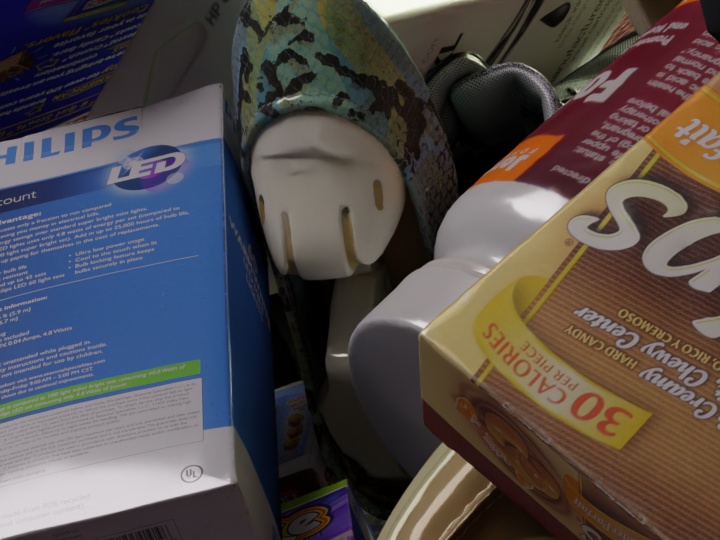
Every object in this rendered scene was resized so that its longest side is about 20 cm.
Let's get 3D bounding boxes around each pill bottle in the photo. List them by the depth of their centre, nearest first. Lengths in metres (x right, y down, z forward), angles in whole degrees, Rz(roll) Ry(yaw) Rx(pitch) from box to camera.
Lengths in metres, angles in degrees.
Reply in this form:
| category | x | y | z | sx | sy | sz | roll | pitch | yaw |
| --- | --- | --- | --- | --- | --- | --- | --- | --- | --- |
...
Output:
| category | x | y | z | sx | sy | sz | roll | pitch | yaw |
| --- | --- | --- | --- | --- | --- | --- | --- | --- | --- |
| pill bottle | 0.097 | -0.006 | 0.913 | 0.200 | 0.114 | 0.114 | -41 | 12 | -26 |

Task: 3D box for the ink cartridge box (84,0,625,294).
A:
| category | x | y | z | sx | sy | sz | roll | pitch | yaw |
| --- | --- | --- | --- | --- | --- | --- | --- | --- | --- |
| ink cartridge box | 0.001 | -0.075 | 1.067 | 0.200 | 0.084 | 0.146 | -20 | -31 | -54 |

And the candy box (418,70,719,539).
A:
| category | x | y | z | sx | sy | sz | roll | pitch | yaw |
| --- | --- | --- | --- | --- | --- | --- | --- | --- | --- |
| candy box | 0.126 | 0.003 | 0.773 | 0.200 | 0.115 | 0.055 | -40 | -27 | -21 |

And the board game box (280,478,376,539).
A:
| category | x | y | z | sx | sy | sz | roll | pitch | yaw |
| --- | --- | --- | --- | --- | --- | --- | --- | --- | --- |
| board game box | -0.083 | 0.147 | 0.849 | 0.200 | 0.045 | 0.134 | -22 | 22 | 5 |

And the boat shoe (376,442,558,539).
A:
| category | x | y | z | sx | sy | sz | roll | pitch | yaw |
| --- | --- | --- | --- | --- | --- | --- | --- | --- | --- |
| boat shoe | 0.088 | 0.053 | 0.808 | 0.200 | 0.073 | 0.063 | -37 | 14 | -18 |

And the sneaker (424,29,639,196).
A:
| category | x | y | z | sx | sy | sz | roll | pitch | yaw |
| --- | --- | --- | --- | --- | --- | --- | --- | --- | --- |
| sneaker | 0.077 | -0.047 | 1.038 | 0.200 | 0.075 | 0.114 | -47 | -26 | -26 |

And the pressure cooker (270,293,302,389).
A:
| category | x | y | z | sx | sy | sz | roll | pitch | yaw |
| --- | --- | --- | --- | --- | --- | --- | --- | --- | --- |
| pressure cooker | -0.085 | 0.027 | 1.178 | 0.179 | 0.176 | 0.200 | -27 | 15 | 31 |

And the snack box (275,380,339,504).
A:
| category | x | y | z | sx | sy | sz | roll | pitch | yaw |
| --- | --- | --- | --- | --- | --- | --- | --- | --- | --- |
| snack box | -0.100 | 0.091 | 1.022 | 0.200 | 0.024 | 0.072 | -19 | 22 | 14 |

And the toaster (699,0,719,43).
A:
| category | x | y | z | sx | sy | sz | roll | pitch | yaw |
| --- | --- | --- | --- | --- | --- | --- | --- | --- | --- |
| toaster | 0.168 | -0.026 | 0.651 | 0.129 | 0.200 | 0.114 | -21 | 11 | -11 |

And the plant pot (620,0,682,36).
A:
| category | x | y | z | sx | sy | sz | roll | pitch | yaw |
| --- | --- | --- | --- | --- | --- | --- | --- | --- | --- |
| plant pot | 0.218 | -0.157 | 1.049 | 0.200 | 0.201 | 0.183 | -27 | 2 | 39 |

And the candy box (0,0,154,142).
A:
| category | x | y | z | sx | sy | sz | roll | pitch | yaw |
| --- | --- | --- | --- | --- | --- | --- | --- | --- | --- |
| candy box | -0.116 | -0.115 | 1.041 | 0.169 | 0.077 | 0.200 | -25 | -15 | -40 |

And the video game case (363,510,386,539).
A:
| category | x | y | z | sx | sy | sz | roll | pitch | yaw |
| --- | --- | --- | --- | --- | --- | --- | --- | --- | --- |
| video game case | 0.057 | 0.054 | 1.040 | 0.143 | 0.018 | 0.200 | -24 | 16 | 50 |

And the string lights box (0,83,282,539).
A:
| category | x | y | z | sx | sy | sz | roll | pitch | yaw |
| --- | --- | --- | --- | --- | --- | --- | --- | --- | --- |
| string lights box | -0.082 | 0.030 | 0.893 | 0.103 | 0.059 | 0.200 | -14 | 38 | 7 |

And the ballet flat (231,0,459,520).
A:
| category | x | y | z | sx | sy | sz | roll | pitch | yaw |
| --- | --- | --- | --- | --- | --- | --- | --- | --- | --- |
| ballet flat | 0.000 | 0.000 | 0.935 | 0.074 | 0.200 | 0.074 | -14 | 30 | 8 |
